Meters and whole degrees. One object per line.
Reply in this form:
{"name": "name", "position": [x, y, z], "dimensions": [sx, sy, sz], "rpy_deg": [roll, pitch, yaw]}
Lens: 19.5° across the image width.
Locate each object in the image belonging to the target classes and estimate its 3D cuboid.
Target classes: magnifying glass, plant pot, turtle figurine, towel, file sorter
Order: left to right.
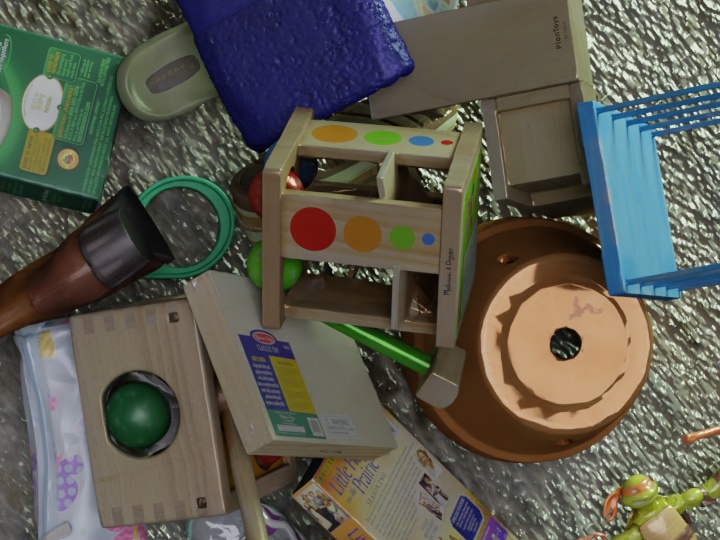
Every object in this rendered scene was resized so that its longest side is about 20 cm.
{"name": "magnifying glass", "position": [-0.192, -0.010, 1.636], "dimensions": [0.200, 0.022, 0.080], "rpy_deg": [-26, 93, -11]}
{"name": "towel", "position": [-0.061, -0.205, 1.558], "dimensions": [0.148, 0.050, 0.200], "rpy_deg": [-26, 91, 16]}
{"name": "plant pot", "position": [0.141, 0.056, 1.631], "dimensions": [0.200, 0.140, 0.200], "rpy_deg": [0, 90, -9]}
{"name": "turtle figurine", "position": [0.241, 0.228, 1.684], "dimensions": [0.200, 0.064, 0.161], "rpy_deg": [-34, 103, -17]}
{"name": "file sorter", "position": [0.251, -0.057, 1.549], "dimensions": [0.123, 0.200, 0.139], "rpy_deg": [-10, 85, 19]}

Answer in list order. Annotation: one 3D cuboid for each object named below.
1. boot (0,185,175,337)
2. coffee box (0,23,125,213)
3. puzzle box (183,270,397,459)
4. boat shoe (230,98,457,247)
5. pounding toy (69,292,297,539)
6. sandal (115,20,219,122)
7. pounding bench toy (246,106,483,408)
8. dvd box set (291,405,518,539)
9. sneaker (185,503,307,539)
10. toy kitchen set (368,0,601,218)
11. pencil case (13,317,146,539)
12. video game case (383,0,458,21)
{"name": "boot", "position": [-0.238, 0.022, 1.543], "dimensions": [0.200, 0.188, 0.069], "rpy_deg": [-31, 102, 6]}
{"name": "coffee box", "position": [-0.283, -0.127, 1.596], "dimensions": [0.200, 0.044, 0.123], "rpy_deg": [13, 73, -10]}
{"name": "puzzle box", "position": [-0.048, 0.072, 1.528], "dimensions": [0.025, 0.200, 0.133], "rpy_deg": [-28, 72, 21]}
{"name": "boat shoe", "position": [-0.010, -0.076, 1.650], "dimensions": [0.200, 0.072, 0.076], "rpy_deg": [-25, 128, -17]}
{"name": "pounding toy", "position": [-0.114, 0.110, 1.534], "dimensions": [0.142, 0.200, 0.184], "rpy_deg": [-8, 92, 18]}
{"name": "sandal", "position": [-0.095, -0.178, 1.608], "dimensions": [0.201, 0.057, 0.080], "rpy_deg": [-37, 96, -17]}
{"name": "pounding bench toy", "position": [0.000, 0.000, 1.514], "dimensions": [0.156, 0.124, 0.200], "rpy_deg": [5, 116, 8]}
{"name": "dvd box set", "position": [0.045, 0.199, 1.617], "dimensions": [0.200, 0.146, 0.029], "rpy_deg": [44, 119, -7]}
{"name": "sneaker", "position": [-0.044, 0.246, 1.595], "dimensions": [0.200, 0.140, 0.078], "rpy_deg": [40, 82, -8]}
{"name": "toy kitchen set", "position": [0.111, -0.143, 1.628], "dimensions": [0.163, 0.180, 0.200], "rpy_deg": [-9, 83, 20]}
{"name": "pencil case", "position": [-0.215, 0.133, 1.596], "dimensions": [0.091, 0.083, 0.200], "rpy_deg": [-4, 89, -35]}
{"name": "video game case", "position": [0.000, -0.267, 1.669], "dimensions": [0.182, 0.022, 0.200], "rpy_deg": [17, 86, -9]}
